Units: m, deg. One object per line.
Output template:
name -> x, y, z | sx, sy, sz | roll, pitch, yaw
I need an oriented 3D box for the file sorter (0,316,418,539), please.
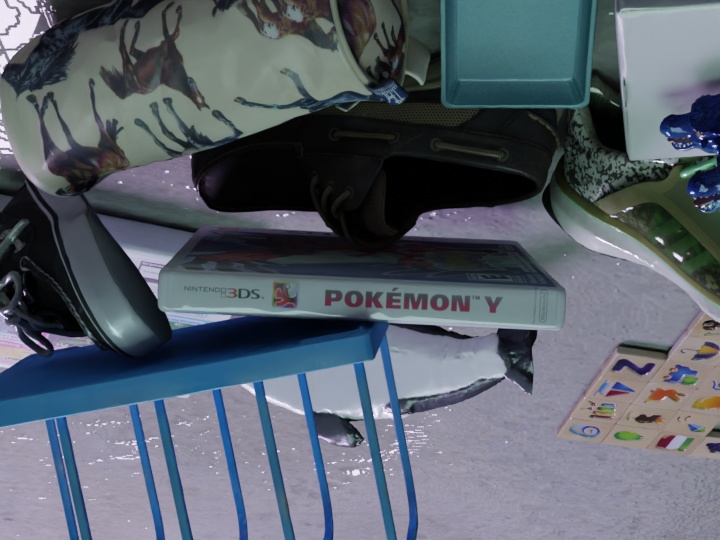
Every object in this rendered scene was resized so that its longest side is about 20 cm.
file sorter -> -0.075, 0.094, 0.777 | 0.198, 0.124, 0.139 | -11, -173, 6

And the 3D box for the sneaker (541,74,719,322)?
sneaker -> 0.164, -0.036, 0.749 | 0.199, 0.077, 0.089 | 25, 146, 36

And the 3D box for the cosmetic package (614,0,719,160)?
cosmetic package -> 0.205, -0.112, 0.664 | 0.198, 0.085, 0.108 | -2, 150, 9

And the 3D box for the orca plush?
orca plush -> 0.017, 0.042, 0.989 | 0.199, 0.071, 0.106 | -18, 99, 24

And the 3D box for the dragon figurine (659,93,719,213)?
dragon figurine -> 0.223, -0.038, 0.649 | 0.198, 0.059, 0.100 | -2, 155, 11

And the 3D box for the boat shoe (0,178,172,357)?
boat shoe -> -0.151, 0.003, 0.795 | 0.068, 0.199, 0.074 | -37, 123, -5

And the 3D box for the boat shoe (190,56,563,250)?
boat shoe -> 0.003, -0.054, 0.792 | 0.199, 0.074, 0.075 | -12, 146, 23

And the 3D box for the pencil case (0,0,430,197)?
pencil case -> -0.071, -0.091, 0.734 | 0.199, 0.078, 0.090 | -14, 132, 26

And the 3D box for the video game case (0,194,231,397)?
video game case -> -0.181, 0.017, 0.980 | 0.198, 0.024, 0.182 | 11, 149, -14

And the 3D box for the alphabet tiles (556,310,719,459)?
alphabet tiles -> 0.237, 0.078, 1.058 | 0.166, 0.008, 0.200 | 8, 149, -8

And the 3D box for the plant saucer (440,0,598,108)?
plant saucer -> 0.068, -0.142, 0.674 | 0.069, 0.019, 0.201 | 1, 142, 4

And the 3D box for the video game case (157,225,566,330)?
video game case -> 0.000, 0.000, 0.799 | 0.181, 0.023, 0.200 | 3, -172, -1
